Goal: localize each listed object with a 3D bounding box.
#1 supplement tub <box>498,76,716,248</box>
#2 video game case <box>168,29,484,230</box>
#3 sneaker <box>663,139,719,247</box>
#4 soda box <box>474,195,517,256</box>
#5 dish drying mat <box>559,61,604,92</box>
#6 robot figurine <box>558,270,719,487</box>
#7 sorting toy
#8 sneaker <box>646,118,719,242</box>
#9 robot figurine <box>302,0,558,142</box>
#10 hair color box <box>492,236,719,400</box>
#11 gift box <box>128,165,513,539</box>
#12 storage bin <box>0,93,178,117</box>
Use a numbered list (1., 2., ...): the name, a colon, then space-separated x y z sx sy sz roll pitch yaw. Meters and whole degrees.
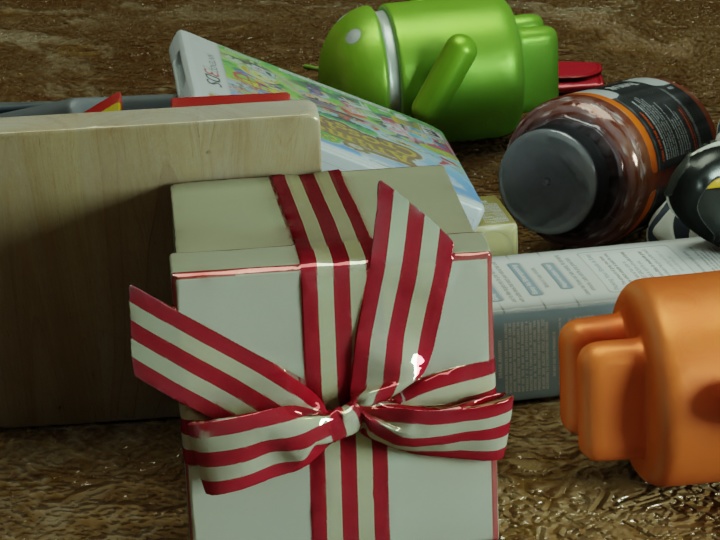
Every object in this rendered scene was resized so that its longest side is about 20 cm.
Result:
1. supplement tub: 0.166 -0.074 1.625 0.107 0.107 0.200 8 12 26
2. video game case: -0.026 -0.094 1.543 0.200 0.022 0.182 21 15 -14
3. sneaker: 0.282 -0.019 1.460 0.200 0.070 0.090 23 15 -28
4. soda box: 0.000 0.000 1.531 0.200 0.068 0.064 -5 19 -7
5. dish drying mat: 0.112 -0.170 2.076 0.200 0.018 0.077 -2 18 3
6. robot figurine: 0.210 0.056 1.279 0.200 0.117 0.144 -6 -20 -9
7. sorting toy: -0.122 -0.015 1.372 0.199 0.200 0.070 -4 34 -4
8. sneaker: 0.280 -0.084 1.565 0.199 0.079 0.130 -43 4 -28
9. robot figurine: 0.057 -0.160 1.907 0.200 0.116 0.175 -6 22 -9
10. hair color box: 0.133 0.030 1.443 0.200 0.061 0.099 -5 19 -10
11. gift box: -0.025 0.037 1.248 0.184 0.200 0.187 -9 21 -3
12. storage bin: -0.174 -0.052 1.545 0.134 0.146 0.200 -13 -3 37
